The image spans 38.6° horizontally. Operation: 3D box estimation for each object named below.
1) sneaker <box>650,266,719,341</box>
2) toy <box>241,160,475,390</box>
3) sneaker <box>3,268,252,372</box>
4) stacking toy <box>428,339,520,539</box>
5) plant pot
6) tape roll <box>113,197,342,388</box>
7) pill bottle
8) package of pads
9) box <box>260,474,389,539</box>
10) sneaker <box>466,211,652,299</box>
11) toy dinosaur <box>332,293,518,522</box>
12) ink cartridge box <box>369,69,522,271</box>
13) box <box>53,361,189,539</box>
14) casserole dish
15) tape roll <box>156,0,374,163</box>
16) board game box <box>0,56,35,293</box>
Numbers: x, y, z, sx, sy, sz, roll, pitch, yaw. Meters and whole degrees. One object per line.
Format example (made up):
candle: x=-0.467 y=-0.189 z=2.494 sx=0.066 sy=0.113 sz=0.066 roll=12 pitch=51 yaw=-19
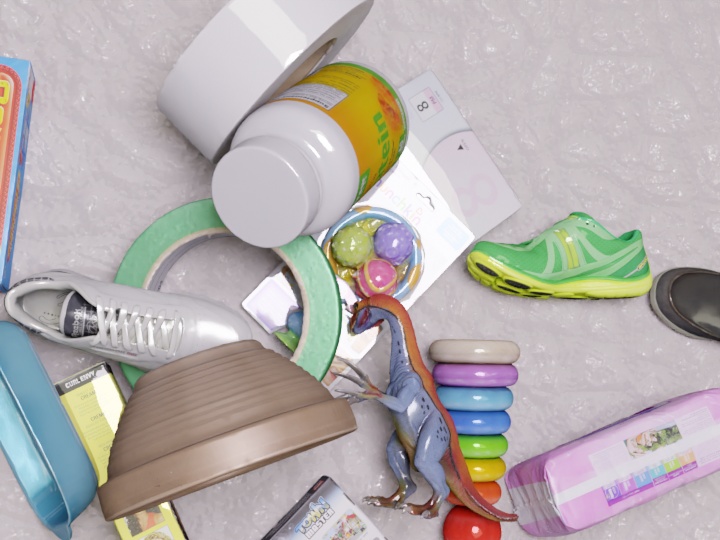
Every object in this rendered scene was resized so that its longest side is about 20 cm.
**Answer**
sneaker: x=0.395 y=0.037 z=1.015 sx=0.199 sy=0.106 sz=0.075 roll=16 pitch=78 yaw=-11
toy: x=0.000 y=0.000 z=0.936 sx=0.115 sy=0.047 sz=0.200 roll=44 pitch=88 yaw=-1
sneaker: x=-0.188 y=0.047 z=0.835 sx=0.199 sy=0.081 sz=0.077 roll=10 pitch=87 yaw=0
stacking toy: x=0.104 y=0.165 z=0.943 sx=0.085 sy=0.085 sz=0.202 roll=2 pitch=85 yaw=-13
plant pot: x=-0.109 y=0.112 z=0.777 sx=0.200 sy=0.201 sz=0.093 roll=-17 pitch=81 yaw=-15
tape roll: x=-0.115 y=0.038 z=0.895 sx=0.199 sy=0.048 sz=0.202 roll=0 pitch=87 yaw=3
pill bottle: x=-0.041 y=-0.096 z=0.852 sx=0.111 sy=0.111 sz=0.200 roll=45 pitch=34 yaw=-3
package of pads: x=0.242 y=0.178 z=0.949 sx=0.199 sy=0.121 sz=0.076 roll=-19 pitch=81 yaw=-15
box: x=-0.063 y=0.291 z=0.903 sx=0.200 sy=0.035 sz=0.110 roll=-43 pitch=93 yaw=-16
sneaker: x=0.190 y=-0.015 z=0.995 sx=0.199 sy=0.074 sz=0.084 roll=3 pitch=83 yaw=-22
toy dinosaur: x=0.041 y=0.117 z=0.899 sx=0.199 sy=0.105 sz=0.183 roll=12 pitch=82 yaw=-27
ink cartridge box: x=0.031 y=-0.072 z=0.976 sx=0.200 sy=0.057 sz=0.163 roll=-34 pitch=91 yaw=-21
box: x=-0.195 y=0.178 z=0.870 sx=0.050 sy=0.075 sz=0.201 roll=-25 pitch=89 yaw=-13
casserole dish: x=-0.271 y=0.123 z=0.841 sx=0.039 sy=0.121 sz=0.201 roll=-27 pitch=89 yaw=-34
tape roll: x=-0.081 y=-0.187 z=0.888 sx=0.071 sy=0.202 sz=0.203 roll=44 pitch=75 yaw=-3
board game box: x=-0.390 y=-0.091 z=0.873 sx=0.194 sy=0.056 sz=0.202 roll=6 pitch=80 yaw=-12
